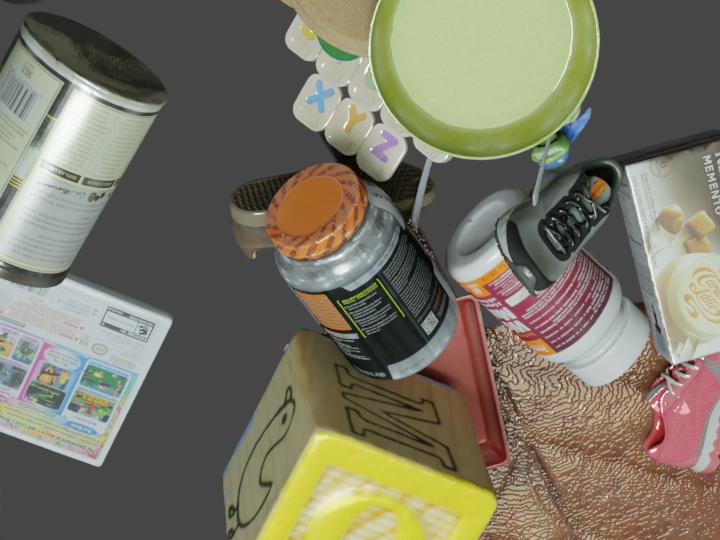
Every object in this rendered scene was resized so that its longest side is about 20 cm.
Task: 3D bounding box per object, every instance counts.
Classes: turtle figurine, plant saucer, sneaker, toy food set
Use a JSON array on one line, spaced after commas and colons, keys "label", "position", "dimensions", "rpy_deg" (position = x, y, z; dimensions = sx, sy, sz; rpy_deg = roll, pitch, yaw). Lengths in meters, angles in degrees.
[{"label": "turtle figurine", "position": [0.124, -0.161, 1.620], "dimensions": [0.199, 0.144, 0.195], "rpy_deg": [-29, 106, -20]}, {"label": "plant saucer", "position": [0.037, 0.128, 1.795], "dimensions": [0.197, 0.037, 0.202], "rpy_deg": [-15, 117, -1]}, {"label": "sneaker", "position": [-0.027, -0.057, 1.713], "dimensions": [0.198, 0.071, 0.076], "rpy_deg": [-5, 136, -3]}, {"label": "toy food set", "position": [0.018, -0.280, 1.565], "dimensions": [0.198, 0.049, 0.200], "rpy_deg": [46, 108, 8]}, {"label": "plant saucer", "position": [0.105, -0.196, 1.526], "dimensions": [0.198, 0.031, 0.202], "rpy_deg": [-1, 113, -1]}, {"label": "sneaker", "position": [0.340, 0.121, 1.831], "dimensions": [0.086, 0.074, 0.202], "rpy_deg": [4, 114, -7]}, {"label": "sneaker", "position": [0.184, -0.049, 1.634], "dimensions": [0.079, 0.200, 0.074], "rpy_deg": [-30, 104, 38]}]

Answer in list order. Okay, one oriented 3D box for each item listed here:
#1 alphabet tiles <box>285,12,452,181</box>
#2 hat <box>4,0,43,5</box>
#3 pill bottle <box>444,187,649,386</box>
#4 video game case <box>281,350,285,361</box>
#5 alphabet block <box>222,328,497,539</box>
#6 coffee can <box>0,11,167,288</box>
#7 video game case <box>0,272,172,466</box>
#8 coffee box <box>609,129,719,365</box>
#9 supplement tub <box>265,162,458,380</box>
[{"label": "alphabet tiles", "position": [0.025, -0.191, 1.610], "dimensions": [0.200, 0.015, 0.197], "rpy_deg": [39, 109, 17]}, {"label": "hat", "position": [-0.301, -0.329, 1.512], "dimensions": [0.199, 0.081, 0.202], "rpy_deg": [25, 143, 20]}, {"label": "pill bottle", "position": [0.185, 0.019, 1.742], "dimensions": [0.110, 0.110, 0.200], "rpy_deg": [-44, 112, 13]}, {"label": "video game case", "position": [-0.037, 0.186, 1.841], "dimensions": [0.141, 0.019, 0.202], "rpy_deg": [12, 111, -13]}, {"label": "alphabet block", "position": [-0.006, 0.208, 1.696], "dimensions": [0.195, 0.200, 0.197], "rpy_deg": [21, 110, -16]}, {"label": "coffee can", "position": [-0.283, -0.108, 1.599], "dimensions": [0.145, 0.147, 0.201], "rpy_deg": [27, 109, -19]}, {"label": "video game case", "position": [-0.312, 0.085, 1.755], "dimensions": [0.198, 0.024, 0.183], "rpy_deg": [22, 111, -18]}, {"label": "coffee box", "position": [0.324, -0.025, 1.728], "dimensions": [0.113, 0.080, 0.202], "rpy_deg": [-15, 99, -1]}, {"label": "supplement tub", "position": [0.000, 0.000, 1.636], "dimensions": [0.122, 0.123, 0.200], "rpy_deg": [-29, 134, 7]}]
